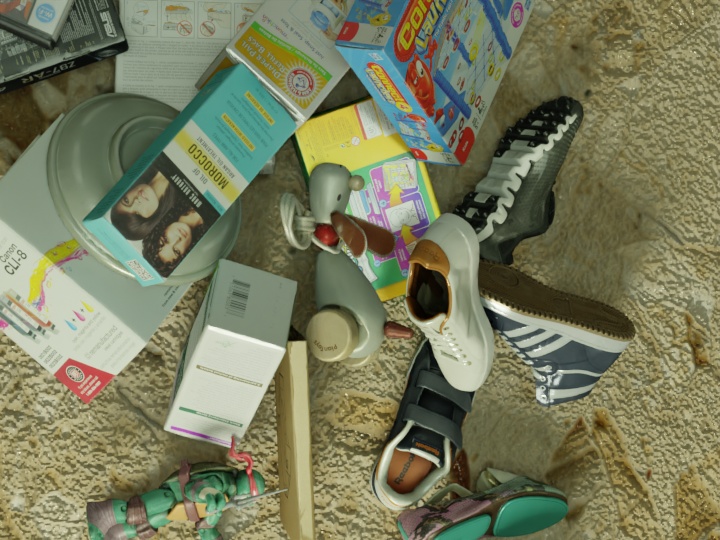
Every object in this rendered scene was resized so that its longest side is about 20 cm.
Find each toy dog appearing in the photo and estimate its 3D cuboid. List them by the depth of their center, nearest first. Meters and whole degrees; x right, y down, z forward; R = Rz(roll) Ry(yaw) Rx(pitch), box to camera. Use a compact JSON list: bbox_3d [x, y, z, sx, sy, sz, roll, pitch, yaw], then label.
[{"bbox_3d":[0.000,0.000,1.572,0.095,0.132,0.202,-6,106,18],"label":"toy dog"}]

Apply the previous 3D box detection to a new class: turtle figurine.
[{"bbox_3d":[-0.163,0.238,1.622,0.198,0.101,0.150,-12,140,1],"label":"turtle figurine"}]

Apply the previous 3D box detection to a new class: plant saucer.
[{"bbox_3d":[-0.189,-0.085,1.519,0.198,0.050,0.202,17,55,-27],"label":"plant saucer"}]

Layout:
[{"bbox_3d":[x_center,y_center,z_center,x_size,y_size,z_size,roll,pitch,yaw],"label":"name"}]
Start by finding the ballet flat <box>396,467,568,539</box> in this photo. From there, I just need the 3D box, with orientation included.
[{"bbox_3d":[0.122,0.240,1.673,0.198,0.071,0.070,-11,134,-33],"label":"ballet flat"}]

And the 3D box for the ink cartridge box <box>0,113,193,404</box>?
[{"bbox_3d":[-0.270,-0.011,1.549,0.200,0.145,0.145,41,48,-7],"label":"ink cartridge box"}]

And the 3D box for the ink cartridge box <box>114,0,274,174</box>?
[{"bbox_3d":[-0.164,-0.198,1.635,0.159,0.050,0.202,1,80,-7],"label":"ink cartridge box"}]

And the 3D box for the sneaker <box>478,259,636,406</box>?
[{"bbox_3d":[0.165,0.067,1.653,0.198,0.070,0.109,20,126,-11],"label":"sneaker"}]

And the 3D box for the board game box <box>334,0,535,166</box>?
[{"bbox_3d":[0.076,-0.236,1.564,0.055,0.196,0.202,12,68,33],"label":"board game box"}]

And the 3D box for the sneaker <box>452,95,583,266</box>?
[{"bbox_3d":[0.169,-0.085,1.672,0.201,0.066,0.091,-53,127,-18],"label":"sneaker"}]

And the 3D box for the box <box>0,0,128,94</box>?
[{"bbox_3d":[-0.329,-0.284,1.584,0.159,0.044,0.202,-20,86,-6],"label":"box"}]

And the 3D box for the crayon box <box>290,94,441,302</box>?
[{"bbox_3d":[0.013,-0.071,1.652,0.118,0.058,0.202,-19,96,-6],"label":"crayon box"}]

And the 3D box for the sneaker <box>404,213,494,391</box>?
[{"bbox_3d":[0.075,0.047,1.576,0.085,0.072,0.202,-43,136,-36],"label":"sneaker"}]

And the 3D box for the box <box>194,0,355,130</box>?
[{"bbox_3d":[-0.052,-0.226,1.576,0.101,0.112,0.201,41,65,-8],"label":"box"}]

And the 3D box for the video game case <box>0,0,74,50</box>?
[{"bbox_3d":[-0.345,-0.330,1.552,0.198,0.026,0.182,23,83,-2],"label":"video game case"}]

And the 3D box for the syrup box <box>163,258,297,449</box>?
[{"bbox_3d":[-0.126,0.084,1.570,0.081,0.200,0.079,17,53,-10],"label":"syrup box"}]

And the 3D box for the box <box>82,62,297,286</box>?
[{"bbox_3d":[-0.150,-0.087,1.464,0.082,0.049,0.200,47,65,-19],"label":"box"}]

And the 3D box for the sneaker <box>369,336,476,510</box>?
[{"bbox_3d":[0.073,0.150,1.665,0.078,0.079,0.202,21,89,-8],"label":"sneaker"}]

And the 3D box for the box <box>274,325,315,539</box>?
[{"bbox_3d":[-0.065,0.158,1.603,0.021,0.163,0.203,-2,94,-8],"label":"box"}]
